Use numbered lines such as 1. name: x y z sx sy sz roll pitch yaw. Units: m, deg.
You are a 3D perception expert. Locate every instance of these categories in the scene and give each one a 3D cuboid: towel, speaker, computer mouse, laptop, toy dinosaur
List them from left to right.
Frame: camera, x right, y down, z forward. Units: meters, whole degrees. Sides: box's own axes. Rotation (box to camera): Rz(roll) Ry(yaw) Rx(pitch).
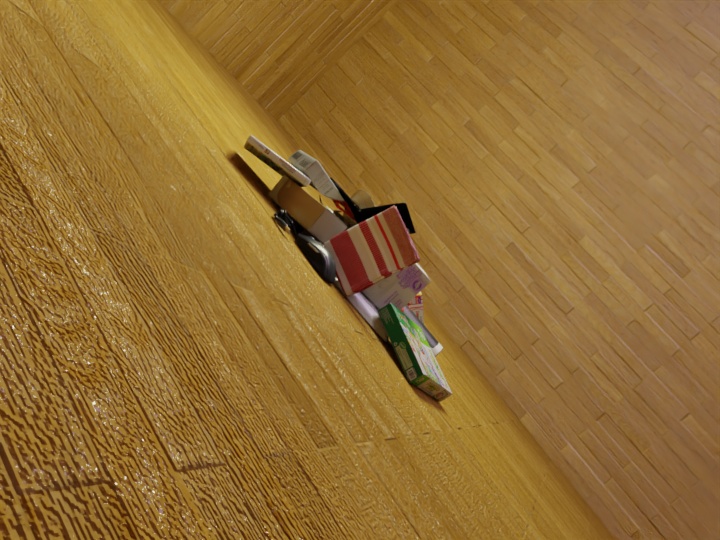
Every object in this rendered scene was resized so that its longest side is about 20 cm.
1. computer mouse: -0.120 -0.065 1.383 0.201 0.046 0.140 53 6 30
2. toy dinosaur: -0.057 -0.125 1.617 0.199 0.059 0.101 39 4 8
3. towel: 0.024 -0.044 1.419 0.146 0.197 0.023 64 4 9
4. laptop: 0.033 -0.168 1.595 0.200 0.103 0.178 48 -5 25
5. speaker: 0.133 0.162 1.668 0.201 0.081 0.081 50 6 7

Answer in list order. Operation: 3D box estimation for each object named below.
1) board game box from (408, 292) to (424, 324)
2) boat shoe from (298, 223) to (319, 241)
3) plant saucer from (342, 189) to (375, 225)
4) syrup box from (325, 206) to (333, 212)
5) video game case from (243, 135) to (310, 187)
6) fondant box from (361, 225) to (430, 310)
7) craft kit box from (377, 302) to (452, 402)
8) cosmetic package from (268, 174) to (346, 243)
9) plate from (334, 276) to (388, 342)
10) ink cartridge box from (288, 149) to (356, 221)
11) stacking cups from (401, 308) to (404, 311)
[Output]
1. board game box: 0.154 0.116 1.864 0.200 0.045 0.155 -110 -164 -73
2. boat shoe: -0.143 -0.156 1.641 0.201 0.074 0.069 50 12 17
3. plant saucer: -0.008 -0.132 1.766 0.035 0.203 0.201 -6 38 -25
4. syrup box: -0.071 -0.092 1.718 0.078 0.081 0.201 39 12 -35
5. video game case: -0.217 -0.275 1.556 0.181 0.023 0.200 36 -1 -15
6. fondant box: 0.057 0.000 1.501 0.200 0.144 0.058 45 6 -22
7. craft kit box: 0.132 0.198 1.455 0.197 0.048 0.202 45 18 -55
8. cosmetic package: -0.133 -0.148 1.509 0.199 0.071 0.105 40 0 38
9. plate: 0.012 0.079 1.525 0.201 0.032 0.200 49 7 0
10. ink cartridge box: -0.101 -0.213 1.599 0.201 0.047 0.160 56 -7 -29
11. stacking cups: 0.046 0.037 1.581 0.200 0.060 0.061 47 6 -20
